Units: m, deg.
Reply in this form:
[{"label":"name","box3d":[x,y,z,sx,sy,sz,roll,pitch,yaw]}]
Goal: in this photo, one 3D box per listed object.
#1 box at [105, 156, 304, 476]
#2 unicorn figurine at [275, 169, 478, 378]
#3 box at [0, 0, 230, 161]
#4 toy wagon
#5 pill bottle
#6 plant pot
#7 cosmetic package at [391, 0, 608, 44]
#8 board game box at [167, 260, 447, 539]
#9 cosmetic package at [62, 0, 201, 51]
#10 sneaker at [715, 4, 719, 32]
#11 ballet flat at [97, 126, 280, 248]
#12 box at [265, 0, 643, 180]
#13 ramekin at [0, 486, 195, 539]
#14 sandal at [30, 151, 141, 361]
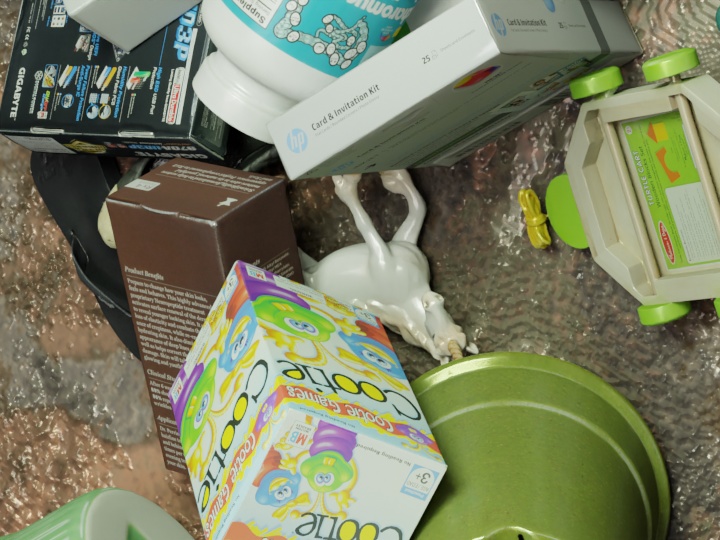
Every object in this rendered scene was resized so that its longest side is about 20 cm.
[{"label":"box","box3d":[-0.088,0.037,1.654,0.100,0.075,0.201,14,126,40]},{"label":"unicorn figurine","box3d":[0.000,0.000,1.657,0.199,0.074,0.138,-8,99,44]},{"label":"box","box3d":[-0.146,-0.176,1.699,0.158,0.046,0.201,3,77,30]},{"label":"toy wagon","box3d":[0.170,-0.046,1.541,0.200,0.039,0.156,-8,101,56]},{"label":"pill bottle","box3d":[-0.021,-0.174,1.530,0.111,0.111,0.200,41,111,21]},{"label":"plant pot","box3d":[0.088,0.170,1.502,0.199,0.190,0.201,0,106,1]},{"label":"cosmetic package","box3d":[0.076,-0.189,1.585,0.200,0.085,0.108,-30,76,29]},{"label":"board game box","box3d":[-0.035,0.093,1.513,0.104,0.200,0.103,21,108,-20]},{"label":"cosmetic package","box3d":[-0.103,-0.239,1.626,0.200,0.071,0.102,-33,63,16]},{"label":"sneaker","box3d":[0.258,-0.071,1.497,0.080,0.071,0.200,-41,75,21]},{"label":"ballet flat","box3d":[-0.097,-0.079,1.694,0.200,0.057,0.067,-34,74,18]},{"label":"box","box3d":[0.059,-0.108,1.533,0.156,0.200,0.041,-30,81,29]},{"label":"ramekin","box3d":[-0.157,0.239,1.690,0.098,0.200,0.201,-34,77,19]},{"label":"sandal","box3d":[-0.168,-0.010,1.759,0.076,0.043,0.200,-45,72,25]}]
